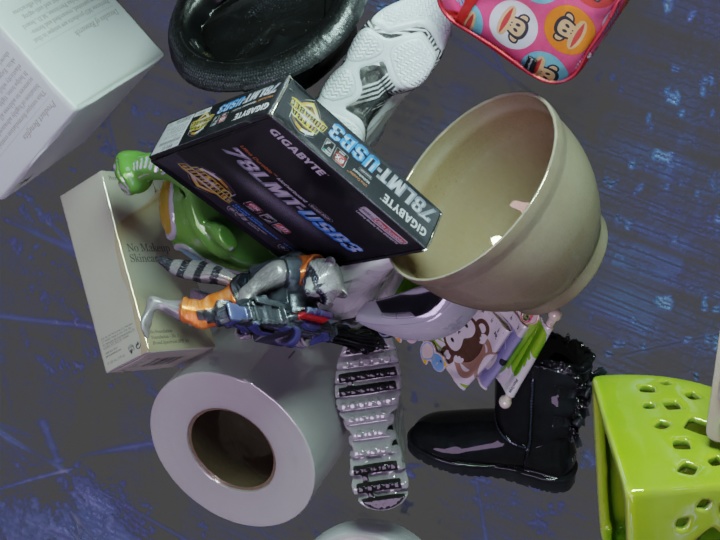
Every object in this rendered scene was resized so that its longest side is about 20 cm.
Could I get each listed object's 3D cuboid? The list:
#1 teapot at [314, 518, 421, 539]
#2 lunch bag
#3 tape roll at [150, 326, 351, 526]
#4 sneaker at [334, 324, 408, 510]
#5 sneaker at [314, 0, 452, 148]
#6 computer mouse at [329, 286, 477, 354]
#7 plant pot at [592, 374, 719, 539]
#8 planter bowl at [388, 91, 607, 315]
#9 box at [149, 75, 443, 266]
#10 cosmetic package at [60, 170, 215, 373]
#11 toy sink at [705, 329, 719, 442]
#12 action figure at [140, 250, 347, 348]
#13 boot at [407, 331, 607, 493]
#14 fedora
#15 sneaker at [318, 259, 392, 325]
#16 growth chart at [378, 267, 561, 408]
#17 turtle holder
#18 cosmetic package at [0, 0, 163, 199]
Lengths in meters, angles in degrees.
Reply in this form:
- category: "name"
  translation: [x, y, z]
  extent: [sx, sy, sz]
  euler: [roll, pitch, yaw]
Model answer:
- category: "teapot"
  translation: [0.013, 0.376, 1.551]
  extent: [0.197, 0.146, 0.201]
  euler: [-30, 81, 10]
- category: "lunch bag"
  translation: [0.156, -0.278, 1.130]
  extent: [0.176, 0.082, 0.200]
  euler: [36, 126, 8]
- category: "tape roll"
  translation: [-0.113, 0.161, 1.481]
  extent: [0.202, 0.139, 0.204]
  euler: [12, 122, 20]
- category: "sneaker"
  translation: [0.016, 0.154, 1.454]
  extent: [0.075, 0.081, 0.201]
  euler: [-2, 97, 11]
- category: "sneaker"
  translation: [0.010, -0.174, 1.267]
  extent: [0.075, 0.115, 0.200]
  euler: [40, 93, -1]
- category: "computer mouse"
  translation: [0.035, 0.053, 1.327]
  extent: [0.199, 0.109, 0.044]
  euler: [-16, 66, 37]
- category: "plant pot"
  translation: [0.323, 0.219, 1.257]
  extent: [0.180, 0.200, 0.200]
  euler: [-7, 117, 3]
- category: "planter bowl"
  translation: [0.141, -0.043, 1.220]
  extent: [0.200, 0.201, 0.135]
  euler: [-29, 128, 36]
- category: "box"
  translation: [-0.060, -0.078, 1.204]
  extent: [0.200, 0.050, 0.198]
  euler: [39, 153, -29]
- category: "cosmetic package"
  translation: [-0.236, 0.002, 1.418]
  extent: [0.073, 0.103, 0.201]
  euler: [-25, 77, 34]
- category: "toy sink"
  translation: [0.368, 0.082, 1.160]
  extent: [0.111, 0.200, 0.131]
  euler: [10, 123, 20]
- category: "action figure"
  translation: [-0.108, 0.019, 1.244]
  extent: [0.192, 0.200, 0.105]
  euler: [-9, 78, 17]
- category: "boot"
  translation: [0.148, 0.137, 1.382]
  extent: [0.197, 0.073, 0.163]
  euler: [12, 123, 16]
- category: "fedora"
  translation: [-0.076, -0.225, 1.250]
  extent: [0.199, 0.202, 0.092]
  euler: [5, 156, 23]
- category: "sneaker"
  translation: [0.000, 0.000, 1.385]
  extent: [0.199, 0.075, 0.100]
  euler: [-22, 121, 38]
- category: "growth chart"
  translation: [0.101, 0.047, 1.344]
  extent: [0.200, 0.018, 0.145]
  euler: [37, 122, 29]
- category: "turtle holder"
  translation: [-0.148, -0.062, 1.345]
  extent: [0.131, 0.185, 0.142]
  euler: [-11, 91, 50]
- category: "cosmetic package"
  translation: [-0.349, -0.218, 1.355]
  extent: [0.200, 0.166, 0.167]
  euler: [48, 127, -6]
